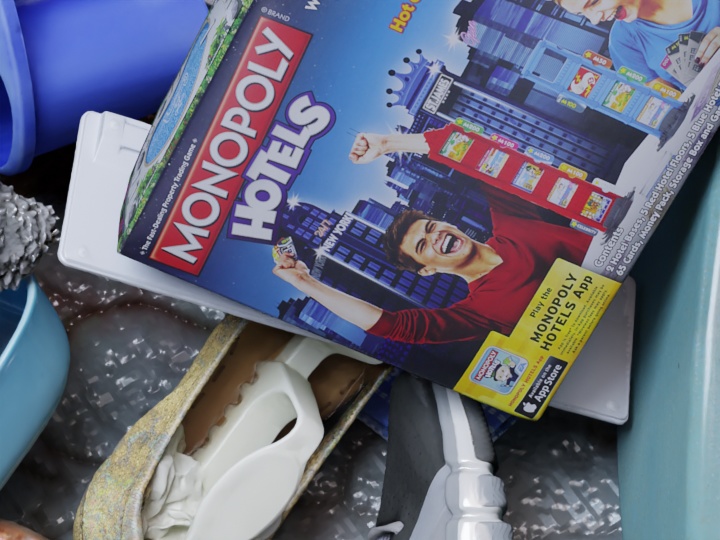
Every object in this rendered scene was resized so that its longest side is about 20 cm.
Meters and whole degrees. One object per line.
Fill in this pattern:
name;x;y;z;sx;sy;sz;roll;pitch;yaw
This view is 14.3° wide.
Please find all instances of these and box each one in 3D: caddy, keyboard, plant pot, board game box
caddy;-0.130;-0.114;0.996;0.105;0.142;0.200;-19;21;-17
keyboard;0.000;0.000;0.934;0.200;0.011;0.056;16;65;-17
plant pot;0.159;0.019;0.946;0.141;0.141;0.200;16;73;-3
board game box;0.012;-0.080;0.876;0.200;0.200;0.062;24;23;-15

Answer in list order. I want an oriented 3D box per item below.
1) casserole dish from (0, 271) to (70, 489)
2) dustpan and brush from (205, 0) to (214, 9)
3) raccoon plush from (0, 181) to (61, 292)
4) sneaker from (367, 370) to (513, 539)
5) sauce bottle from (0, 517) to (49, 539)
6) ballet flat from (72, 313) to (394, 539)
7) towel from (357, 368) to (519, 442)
casserole dish;-0.165;0.072;0.944;0.200;0.039;0.121;-54;32;-12
dustpan and brush;-0.016;-0.113;1.060;0.139;0.057;0.200;-21;66;-5
raccoon plush;-0.157;0.046;0.888;0.134;0.097;0.200;-16;73;18
sneaker;-0.003;0.127;0.929;0.115;0.075;0.200;-8;69;0
sauce bottle;-0.149;0.176;0.913;0.066;0.066;0.200;19;63;9
ballet flat;-0.020;0.033;0.961;0.071;0.071;0.200;36;85;17
towel;0.046;-0.033;1.044;0.145;0.024;0.200;38;69;19
